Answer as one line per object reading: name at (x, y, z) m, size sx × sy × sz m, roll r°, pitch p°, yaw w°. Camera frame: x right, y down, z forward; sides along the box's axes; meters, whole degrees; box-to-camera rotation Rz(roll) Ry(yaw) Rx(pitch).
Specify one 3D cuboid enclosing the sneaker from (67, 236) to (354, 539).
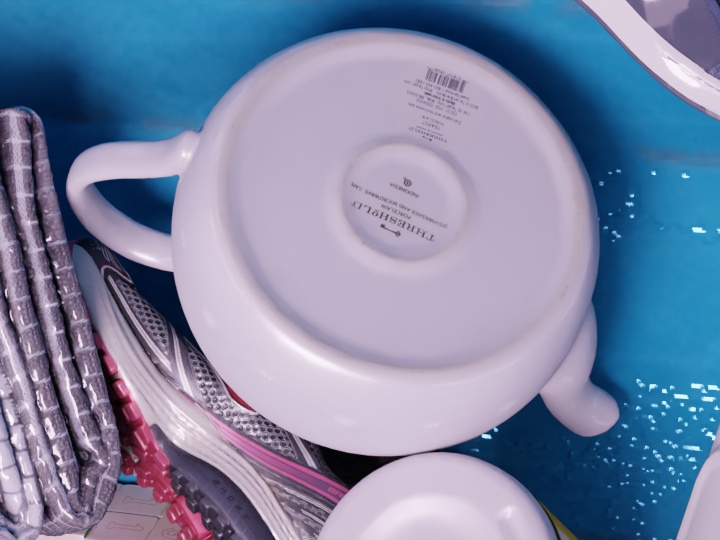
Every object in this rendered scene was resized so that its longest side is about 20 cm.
sneaker at (-0.073, 0.067, 1.322) m, size 0.200 × 0.075 × 0.081 m, roll 52°, pitch 153°, yaw 12°

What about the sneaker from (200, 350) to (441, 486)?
sneaker at (-0.060, 0.087, 1.386) m, size 0.199 × 0.060 × 0.105 m, roll -14°, pitch 103°, yaw 19°

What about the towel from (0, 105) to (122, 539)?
towel at (-0.181, 0.028, 1.321) m, size 0.165 × 0.085 × 0.201 m, roll -16°, pitch 89°, yaw 66°

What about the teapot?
teapot at (0.000, 0.000, 1.283) m, size 0.201 × 0.197 × 0.146 m, roll 62°, pitch 158°, yaw 16°

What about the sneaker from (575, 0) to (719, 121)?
sneaker at (0.154, -0.154, 1.208) m, size 0.202 × 0.077 × 0.146 m, roll 39°, pitch 120°, yaw 0°

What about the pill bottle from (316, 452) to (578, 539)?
pill bottle at (0.058, 0.158, 1.298) m, size 0.111 × 0.200 × 0.112 m, roll -7°, pitch 68°, yaw 17°

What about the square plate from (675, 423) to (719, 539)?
square plate at (0.164, 0.171, 1.278) m, size 0.028 × 0.198 × 0.201 m, roll 8°, pitch 117°, yaw -13°

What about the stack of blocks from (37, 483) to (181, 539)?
stack of blocks at (-0.083, 0.171, 1.428) m, size 0.199 × 0.059 × 0.116 m, roll 6°, pitch 115°, yaw 15°
